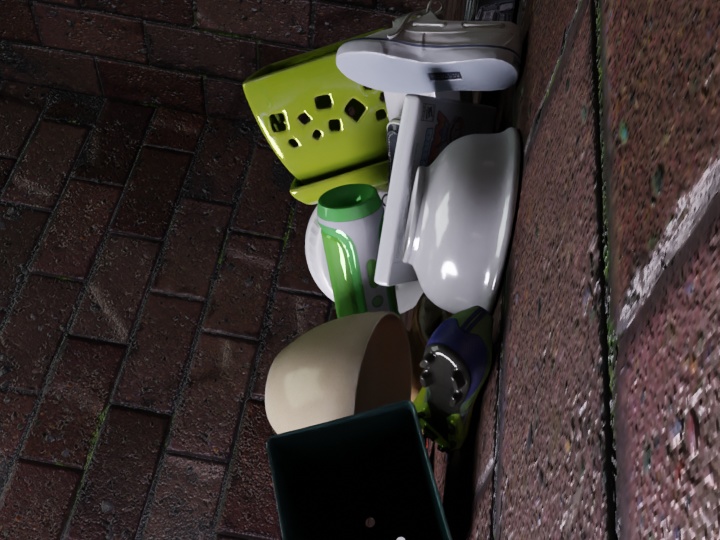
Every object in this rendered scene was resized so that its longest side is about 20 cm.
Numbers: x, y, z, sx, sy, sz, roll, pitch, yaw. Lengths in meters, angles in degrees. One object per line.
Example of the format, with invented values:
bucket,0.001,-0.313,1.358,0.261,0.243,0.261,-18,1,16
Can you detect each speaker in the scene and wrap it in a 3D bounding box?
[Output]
speaker,0.000,0.000,1.019,0.089,0.087,0.203,-79,-19,-61

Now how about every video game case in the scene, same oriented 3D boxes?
video game case,0.088,-0.090,0.929,0.181,0.023,0.203,-9,-68,-54

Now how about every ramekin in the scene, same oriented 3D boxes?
ramekin,0.022,-0.030,1.157,0.098,0.197,0.204,-123,42,-79

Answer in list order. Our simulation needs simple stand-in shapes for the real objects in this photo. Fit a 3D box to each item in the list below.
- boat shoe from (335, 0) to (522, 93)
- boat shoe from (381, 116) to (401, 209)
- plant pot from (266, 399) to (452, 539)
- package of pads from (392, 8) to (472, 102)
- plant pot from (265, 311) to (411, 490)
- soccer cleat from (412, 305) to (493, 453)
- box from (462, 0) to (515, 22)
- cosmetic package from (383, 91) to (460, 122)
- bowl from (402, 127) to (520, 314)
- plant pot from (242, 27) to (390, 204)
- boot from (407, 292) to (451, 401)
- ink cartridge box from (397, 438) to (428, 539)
boat shoe,0.074,-0.245,0.875,0.075,0.199,0.087,54,-135,-59
boat shoe,0.063,-0.084,0.986,0.062,0.074,0.202,-34,-55,-30
plant pot,0.007,0.245,0.794,0.201,0.139,0.143,78,177,-57
package of pads,0.098,-0.243,1.104,0.201,0.067,0.156,-106,1,-49
plant pot,-0.032,0.144,0.955,0.200,0.132,0.204,4,-90,-69
soccer cleat,0.090,0.106,0.766,0.084,0.064,0.201,-47,-22,-26
box,0.163,-0.341,1.047,0.200,0.049,0.160,80,-161,-86
cosmetic package,0.084,-0.158,0.995,0.050,0.082,0.202,-36,-50,-32
bowl,0.093,-0.049,0.819,0.201,0.089,0.204,11,-90,-90
plant pot,-0.028,-0.207,1.114,0.200,0.196,0.184,-83,-24,-69
boot,0.077,0.098,1.088,0.201,0.065,0.177,97,160,-50
ink cartridge box,0.050,0.339,1.056,0.161,0.046,0.202,-79,-4,-57
